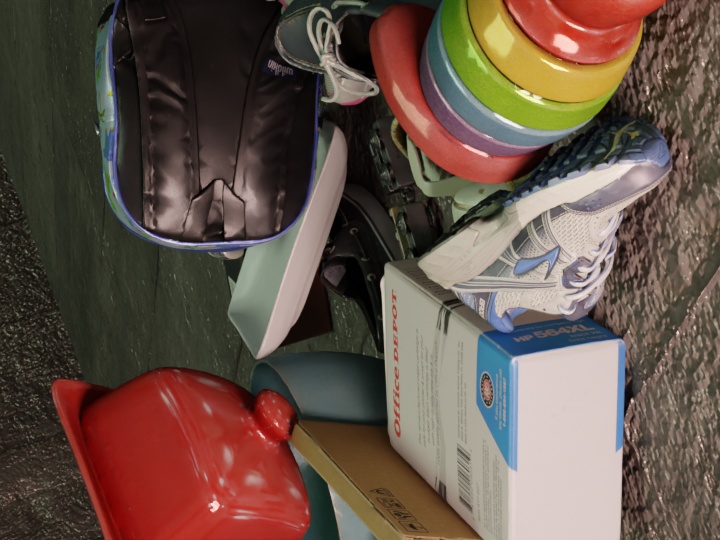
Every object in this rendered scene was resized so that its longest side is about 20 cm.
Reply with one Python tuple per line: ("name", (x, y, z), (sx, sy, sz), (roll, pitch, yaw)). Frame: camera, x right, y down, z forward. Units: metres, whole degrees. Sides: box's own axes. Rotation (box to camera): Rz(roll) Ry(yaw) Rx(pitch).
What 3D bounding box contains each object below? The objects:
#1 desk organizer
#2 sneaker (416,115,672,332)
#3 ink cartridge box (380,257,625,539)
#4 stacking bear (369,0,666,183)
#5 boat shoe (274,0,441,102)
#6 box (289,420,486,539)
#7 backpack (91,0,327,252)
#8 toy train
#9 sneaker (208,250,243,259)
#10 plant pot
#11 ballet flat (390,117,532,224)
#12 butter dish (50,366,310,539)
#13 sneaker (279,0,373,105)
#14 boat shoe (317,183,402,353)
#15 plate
("desk organizer", (-0.088, -0.029, 1.565), (0.072, 0.077, 0.201), (-143, 40, -62))
("sneaker", (0.121, -0.021, 0.953), (0.085, 0.077, 0.200), (50, 144, -5))
("ink cartridge box", (0.091, 0.084, 1.101), (0.200, 0.084, 0.147), (-140, 44, -61))
("stacking bear", (0.100, -0.137, 0.867), (0.200, 0.121, 0.114), (133, 132, -59))
("boat shoe", (0.004, -0.154, 1.099), (0.200, 0.062, 0.075), (9, 134, 45))
("box", (0.059, 0.158, 1.163), (0.200, 0.163, 0.021), (37, 116, 61))
("backpack", (-0.121, -0.115, 1.304), (0.147, 0.182, 0.201), (168, 103, -74))
("toy train", (0.044, -0.019, 1.251), (0.046, 0.034, 0.201), (150, 103, -75))
("sneaker", (-0.093, -0.106, 1.446), (0.080, 0.076, 0.201), (39, 112, 57))
("plant pot", (0.006, 0.151, 1.345), (0.200, 0.134, 0.201), (164, 90, -72))
("ballet flat", (0.078, -0.055, 1.067), (0.200, 0.070, 0.071), (-128, 27, -48))
("butter dish", (-0.109, 0.146, 1.260), (0.200, 0.148, 0.200), (25, -148, -54))
("sneaker", (-0.043, -0.216, 1.204), (0.081, 0.088, 0.201), (-177, 71, -71))
("boat shoe", (0.000, 0.000, 1.343), (0.070, 0.066, 0.200), (92, 156, -43))
("plate", (-0.059, -0.034, 1.403), (0.200, 0.032, 0.200), (-142, 69, -74))
